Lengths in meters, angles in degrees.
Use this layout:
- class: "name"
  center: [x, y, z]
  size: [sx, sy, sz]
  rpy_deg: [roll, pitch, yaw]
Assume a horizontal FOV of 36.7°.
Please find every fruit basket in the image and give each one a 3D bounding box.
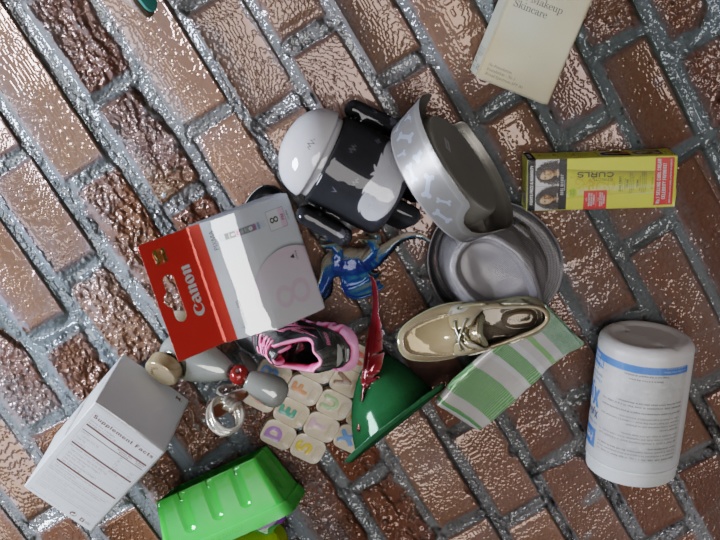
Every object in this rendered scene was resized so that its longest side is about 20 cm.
- class: "fruit basket"
  center: [-0.168, 0.378, 1.553]
  size: [0.214, 0.156, 0.217]
  rpy_deg: [0, 92, 6]

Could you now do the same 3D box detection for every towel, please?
- class: "towel"
  center: [0.206, 0.138, 1.495]
  size: [0.200, 0.023, 0.152]
  rpy_deg: [-41, 144, 10]

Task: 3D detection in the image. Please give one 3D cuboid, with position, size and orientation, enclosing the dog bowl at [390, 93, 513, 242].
- class: "dog bowl"
  center: [0.113, -0.124, 1.367]
  size: [0.059, 0.200, 0.200]
  rpy_deg: [-33, 106, 24]

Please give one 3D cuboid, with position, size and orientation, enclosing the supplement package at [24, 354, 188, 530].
- class: "supplement package"
  center: [-0.347, 0.237, 1.485]
  size: [0.117, 0.117, 0.200]
  rpy_deg: [38, 118, -12]

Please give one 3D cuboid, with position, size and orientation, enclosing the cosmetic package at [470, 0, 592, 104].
- class: "cosmetic package"
  center: [0.225, -0.323, 1.364]
  size: [0.103, 0.073, 0.201]
  rpy_deg: [19, 107, -7]

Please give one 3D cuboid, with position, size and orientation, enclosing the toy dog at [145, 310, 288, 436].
- class: "toy dog"
  center: [-0.202, 0.146, 1.490]
  size: [0.200, 0.096, 0.132]
  rpy_deg: [42, 62, 15]

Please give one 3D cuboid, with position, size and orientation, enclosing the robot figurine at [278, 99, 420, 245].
- class: "robot figurine"
  center: [-0.009, -0.125, 1.398]
  size: [0.199, 0.151, 0.125]
  rpy_deg: [26, 130, -10]

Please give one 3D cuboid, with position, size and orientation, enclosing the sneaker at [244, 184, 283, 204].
- class: "sneaker"
  center: [-0.147, -0.014, 1.445]
  size: [0.070, 0.090, 0.201]
  rpy_deg: [22, 106, -8]

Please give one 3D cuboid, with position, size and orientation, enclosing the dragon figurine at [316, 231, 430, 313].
- class: "dragon figurine"
  center: [0.000, 0.000, 1.470]
  size: [0.199, 0.059, 0.100]
  rpy_deg: [-9, 108, 2]

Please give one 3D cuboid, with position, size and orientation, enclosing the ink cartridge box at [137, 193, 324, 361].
- class: "ink cartridge box"
  center: [-0.160, 0.008, 1.380]
  size: [0.199, 0.057, 0.163]
  rpy_deg: [-24, 102, -30]

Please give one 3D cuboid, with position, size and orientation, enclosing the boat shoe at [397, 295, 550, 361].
- class: "boat shoe"
  center: [0.144, 0.074, 1.392]
  size: [0.199, 0.065, 0.073]
  rpy_deg: [-11, 91, 3]

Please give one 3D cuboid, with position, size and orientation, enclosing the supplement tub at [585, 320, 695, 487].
- class: "supplement tub"
  center: [0.385, 0.182, 1.500]
  size: [0.131, 0.132, 0.201]
  rpy_deg: [3, 107, -2]

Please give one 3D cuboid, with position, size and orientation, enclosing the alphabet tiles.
- class: "alphabet tiles"
  center: [-0.059, 0.180, 1.550]
  size: [0.195, 0.015, 0.200]
  rpy_deg: [28, 106, -10]

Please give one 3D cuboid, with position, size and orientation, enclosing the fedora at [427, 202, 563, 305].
- class: "fedora"
  center: [0.186, 0.004, 1.458]
  size: [0.177, 0.090, 0.200]
  rpy_deg: [-41, 105, 11]

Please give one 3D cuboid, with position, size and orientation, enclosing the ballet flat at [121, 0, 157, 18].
- class: "ballet flat"
  center: [-0.317, -0.400, 1.339]
  size: [0.067, 0.068, 0.201]
  rpy_deg: [-16, 103, 24]

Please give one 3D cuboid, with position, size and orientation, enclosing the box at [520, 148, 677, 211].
- class: "box"
  center: [0.316, -0.120, 1.443]
  size: [0.199, 0.050, 0.076]
  rpy_deg: [-1, 107, -1]

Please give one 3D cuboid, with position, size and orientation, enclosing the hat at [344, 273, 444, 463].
- class: "hat"
  center: [0.007, 0.137, 1.499]
  size: [0.200, 0.166, 0.176]
  rpy_deg: [-40, 81, 9]

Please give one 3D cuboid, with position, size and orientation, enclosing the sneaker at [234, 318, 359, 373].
- class: "sneaker"
  center: [-0.103, 0.098, 1.448]
  size: [0.199, 0.095, 0.079]
  rpy_deg: [8, 107, 34]
